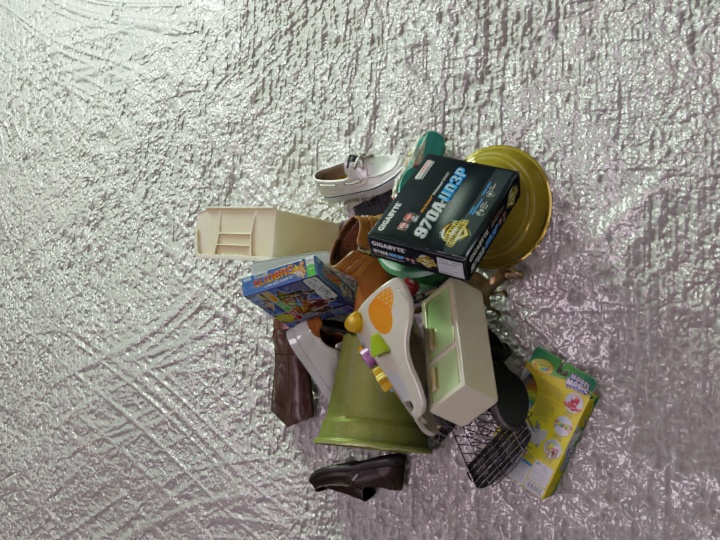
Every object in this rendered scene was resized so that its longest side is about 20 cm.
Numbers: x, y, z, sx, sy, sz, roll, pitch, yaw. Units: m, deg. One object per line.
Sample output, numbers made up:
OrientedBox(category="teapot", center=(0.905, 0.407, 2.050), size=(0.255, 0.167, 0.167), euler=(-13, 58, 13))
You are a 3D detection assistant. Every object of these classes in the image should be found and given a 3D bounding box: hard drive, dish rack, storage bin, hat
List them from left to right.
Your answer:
OrientedBox(category="storage bin", center=(-0.168, -0.056, 1.484), size=(0.196, 0.199, 0.095), euler=(3, 87, 35))
OrientedBox(category="hard drive", center=(-0.112, 0.029, 1.420), size=(0.130, 0.201, 0.027), euler=(-9, 66, -3))
OrientedBox(category="hard drive", center=(0.073, -0.043, 1.411), size=(0.139, 0.038, 0.203), euler=(-25, 73, 32))
OrientedBox(category="hat", center=(0.124, 0.017, 1.278), size=(0.164, 0.178, 0.200), euler=(-25, 32, -6))
OrientedBox(category="dish rack", center=(0.198, 0.224, 1.249), size=(0.154, 0.054, 0.201), euler=(-55, 37, 29))

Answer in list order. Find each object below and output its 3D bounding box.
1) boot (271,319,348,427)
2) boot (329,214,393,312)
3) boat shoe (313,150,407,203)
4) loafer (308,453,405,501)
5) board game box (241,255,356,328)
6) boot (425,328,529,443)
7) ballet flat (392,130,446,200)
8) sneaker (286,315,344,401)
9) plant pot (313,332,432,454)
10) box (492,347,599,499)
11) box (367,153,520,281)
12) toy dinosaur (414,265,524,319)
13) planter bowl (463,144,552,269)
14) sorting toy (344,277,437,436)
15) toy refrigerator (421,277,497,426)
OrientedBox(category="boot", center=(-0.090, 0.193, 1.507), size=(0.184, 0.064, 0.204), euler=(4, 93, 34))
OrientedBox(category="boot", center=(0.000, 0.000, 1.344), size=(0.073, 0.154, 0.203), euler=(24, 102, 33))
OrientedBox(category="boat shoe", center=(-0.001, -0.175, 1.438), size=(0.198, 0.070, 0.072), euler=(-9, 45, 39))
OrientedBox(category="loafer", center=(-0.008, 0.371, 1.428), size=(0.198, 0.073, 0.073), euler=(-19, 75, 33))
OrientedBox(category="board game box", center=(-0.097, 0.041, 1.375), size=(0.133, 0.200, 0.035), euler=(-16, 66, 13))
OrientedBox(category="boot", center=(0.161, 0.200, 1.213), size=(0.175, 0.068, 0.201), euler=(-54, 28, 29))
OrientedBox(category="ballet flat", center=(0.094, -0.150, 1.337), size=(0.075, 0.201, 0.064), euler=(34, 139, -7))
OrientedBox(category="sneaker", center=(-0.044, 0.167, 1.425), size=(0.084, 0.201, 0.073), euler=(-31, 26, 6))
OrientedBox(category="plant pot", center=(0.027, 0.203, 1.357), size=(0.198, 0.199, 0.188), euler=(-5, 74, 35))
OrientedBox(category="box", center=(0.280, 0.230, 1.247), size=(0.117, 0.048, 0.203), euler=(31, 107, 34))
OrientedBox(category="box", center=(0.126, -0.083, 1.189), size=(0.157, 0.201, 0.046), euler=(16, 141, 28))
OrientedBox(category="toy dinosaur", center=(0.165, 0.046, 1.296), size=(0.197, 0.102, 0.059), euler=(-21, 36, 2))
OrientedBox(category="planter bowl", center=(0.197, -0.105, 1.297), size=(0.198, 0.083, 0.204), euler=(-2, 87, 36))
OrientedBox(category="sorting toy", center=(0.064, 0.146, 1.187), size=(0.106, 0.201, 0.182), euler=(-25, 58, -1))
OrientedBox(category="toy refrigerator", center=(0.137, 0.111, 1.168), size=(0.076, 0.069, 0.202), euler=(-43, 32, 35))
